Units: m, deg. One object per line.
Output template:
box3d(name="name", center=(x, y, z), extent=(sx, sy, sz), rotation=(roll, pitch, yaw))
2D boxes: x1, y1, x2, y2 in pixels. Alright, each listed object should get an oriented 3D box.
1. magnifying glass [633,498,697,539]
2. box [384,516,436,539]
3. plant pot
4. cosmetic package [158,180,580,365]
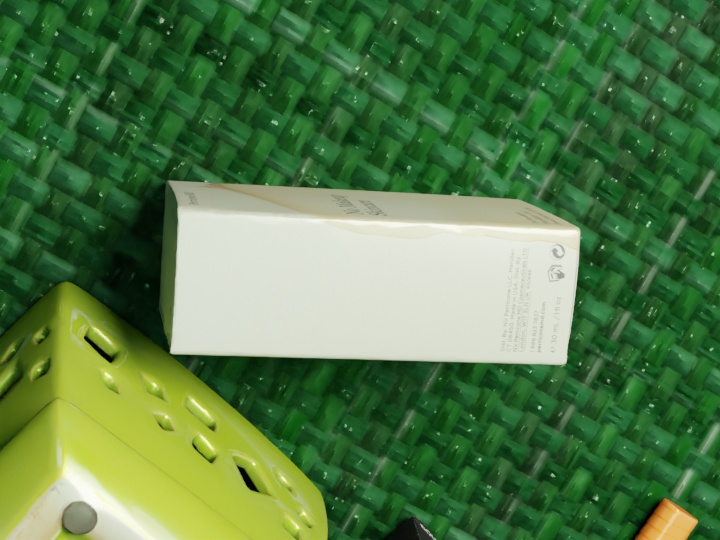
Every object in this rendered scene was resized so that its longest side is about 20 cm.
box3d(name="magnifying glass", center=(0.136, 0.225, 0.798), extent=(0.079, 0.022, 0.201), rotation=(32, 93, -16))
box3d(name="box", center=(0.053, 0.263, 0.709), extent=(0.124, 0.149, 0.200), rotation=(-41, 98, 2))
box3d(name="plant pot", center=(-0.136, 0.154, 0.644), extent=(0.199, 0.182, 0.200), rotation=(42, 93, -17))
box3d(name="cosmetic package", center=(0.000, 0.000, 0.679), extent=(0.198, 0.104, 0.074), rotation=(3, 100, -13))
